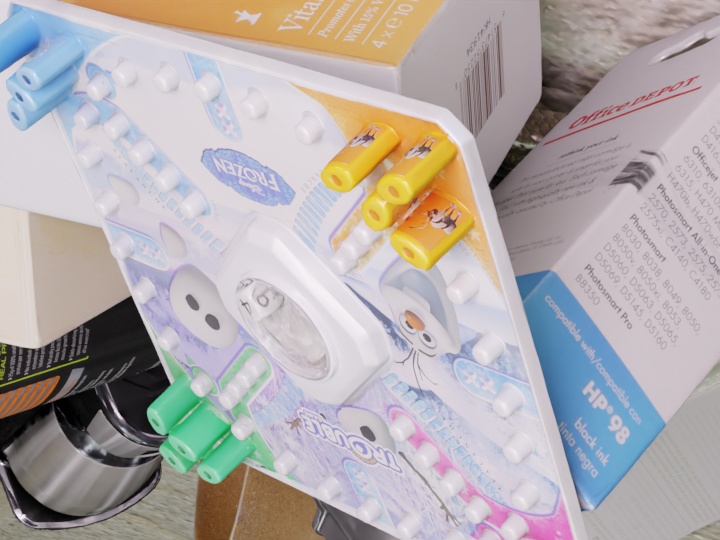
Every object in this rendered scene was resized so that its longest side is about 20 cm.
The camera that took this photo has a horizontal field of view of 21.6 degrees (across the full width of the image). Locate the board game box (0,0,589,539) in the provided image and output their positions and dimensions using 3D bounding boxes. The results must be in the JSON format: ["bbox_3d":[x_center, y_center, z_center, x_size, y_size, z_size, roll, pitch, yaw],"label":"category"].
[{"bbox_3d":[-0.024,0.018,0.597,0.199,0.026,0.201,20,141,41],"label":"board game box"}]

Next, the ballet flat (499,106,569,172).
[{"bbox_3d":[0.050,-0.069,0.784,0.199,0.047,0.067,23,-165,8],"label":"ballet flat"}]

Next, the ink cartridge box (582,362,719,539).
[{"bbox_3d":[0.142,0.092,0.935,0.199,0.048,0.146,-27,145,10],"label":"ink cartridge box"}]

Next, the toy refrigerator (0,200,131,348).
[{"bbox_3d":[-0.108,-0.039,0.803,0.075,0.071,0.200,10,-157,27],"label":"toy refrigerator"}]

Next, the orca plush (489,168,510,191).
[{"bbox_3d":[0.041,-0.017,0.821,0.198,0.072,0.105,20,-165,-5],"label":"orca plush"}]

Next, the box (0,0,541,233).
[{"bbox_3d":[-0.049,-0.083,0.675,0.198,0.125,0.098,12,134,21],"label":"box"}]

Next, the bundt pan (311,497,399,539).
[{"bbox_3d":[0.077,0.123,1.025,0.202,0.202,0.076,37,-165,-39],"label":"bundt pan"}]

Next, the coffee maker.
[{"bbox_3d":[-0.167,0.042,1.121,0.192,0.135,0.200,47,146,-1],"label":"coffee maker"}]

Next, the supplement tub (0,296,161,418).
[{"bbox_3d":[-0.181,0.009,0.890,0.122,0.124,0.199,1,-168,43],"label":"supplement tub"}]

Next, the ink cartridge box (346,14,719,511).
[{"bbox_3d":[0.088,-0.006,0.654,0.067,0.200,0.116,51,153,-12],"label":"ink cartridge box"}]

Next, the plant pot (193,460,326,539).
[{"bbox_3d":[0.013,0.115,1.143,0.198,0.188,0.186,9,163,-13],"label":"plant pot"}]
